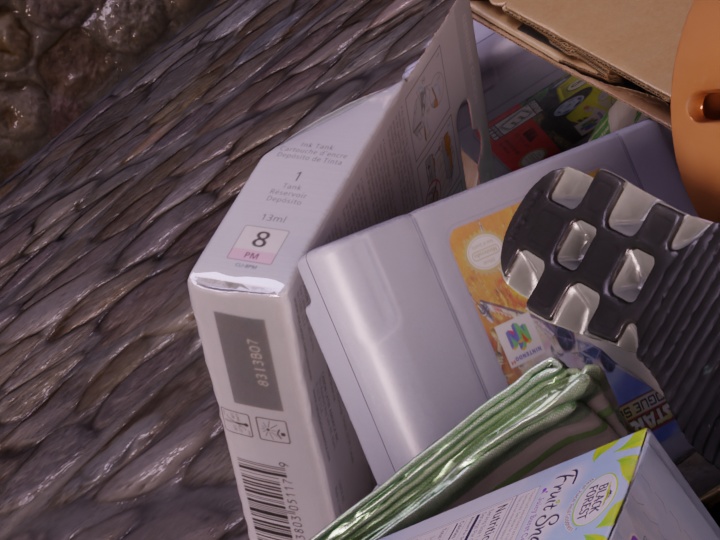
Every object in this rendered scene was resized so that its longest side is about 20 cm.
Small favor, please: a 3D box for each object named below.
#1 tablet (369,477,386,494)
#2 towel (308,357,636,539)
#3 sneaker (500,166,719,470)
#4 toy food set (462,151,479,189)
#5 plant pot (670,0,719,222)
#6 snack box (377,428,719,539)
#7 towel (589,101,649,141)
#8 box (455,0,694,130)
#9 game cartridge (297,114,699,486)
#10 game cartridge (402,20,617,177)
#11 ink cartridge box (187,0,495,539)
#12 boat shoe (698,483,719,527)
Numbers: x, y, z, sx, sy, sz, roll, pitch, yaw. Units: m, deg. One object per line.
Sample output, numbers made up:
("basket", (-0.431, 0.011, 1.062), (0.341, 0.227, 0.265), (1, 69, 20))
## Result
("tablet", (-0.016, 0.144, 0.908), (0.130, 0.014, 0.200), (-48, -14, -39))
("towel", (0.046, 0.107, 0.801), (0.152, 0.023, 0.200), (-38, -28, 4))
("sneaker", (0.134, 0.026, 0.759), (0.074, 0.088, 0.200), (-57, 34, 7))
("toy food set", (-0.003, 0.008, 1.256), (0.143, 0.060, 0.201), (-4, 70, 65))
("plant pot", (0.206, -0.057, 0.800), (0.200, 0.201, 0.140), (-42, 30, -24))
("snack box", (0.038, 0.156, 0.631), (0.200, 0.169, 0.068), (-28, 17, 31))
("towel", (0.107, -0.036, 1.076), (0.200, 0.023, 0.153), (-51, 7, 49))
("box", (0.164, -0.142, 0.981), (0.200, 0.021, 0.163), (-31, 38, -18))
("game cartridge", (0.077, 0.025, 0.877), (0.199, 0.134, 0.041), (-23, -5, -38))
("game cartridge", (0.107, -0.100, 1.134), (0.133, 0.041, 0.200), (-35, -20, 9))
("ink cartridge box", (0.000, 0.000, 0.944), (0.057, 0.163, 0.200), (7, 45, 19))
("boat shoe", (0.116, 0.111, 0.795), (0.200, 0.068, 0.072), (-34, 15, 10))
